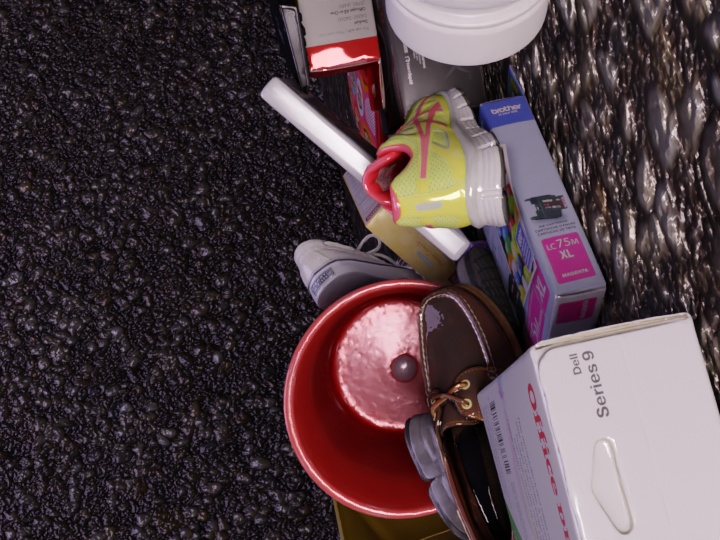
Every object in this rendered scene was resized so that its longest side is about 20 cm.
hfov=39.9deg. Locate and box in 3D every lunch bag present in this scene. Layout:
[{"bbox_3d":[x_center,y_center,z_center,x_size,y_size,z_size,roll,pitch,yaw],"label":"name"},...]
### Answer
[{"bbox_3d":[0.030,-0.241,1.158,0.201,0.081,0.178,-108,11,-49],"label":"lunch bag"}]

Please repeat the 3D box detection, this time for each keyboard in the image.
[{"bbox_3d":[-0.069,-0.234,0.872,0.200,0.020,0.128,-116,10,-66],"label":"keyboard"}]

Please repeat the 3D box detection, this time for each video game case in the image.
[{"bbox_3d":[0.006,-0.093,0.845,0.200,0.023,0.182,40,-172,-6],"label":"video game case"}]

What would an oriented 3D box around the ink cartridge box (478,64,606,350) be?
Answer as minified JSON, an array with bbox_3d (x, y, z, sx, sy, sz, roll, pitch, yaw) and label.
[{"bbox_3d":[0.117,-0.033,0.705,0.120,0.041,0.202,84,175,-55],"label":"ink cartridge box"}]

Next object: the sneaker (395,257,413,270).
[{"bbox_3d":[0.056,0.048,1.228,0.116,0.075,0.200,-59,2,0],"label":"sneaker"}]

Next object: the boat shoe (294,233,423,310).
[{"bbox_3d":[-0.004,0.003,1.018,0.201,0.075,0.086,12,-145,-55],"label":"boat shoe"}]

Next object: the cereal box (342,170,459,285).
[{"bbox_3d":[0.053,-0.047,1.098,0.144,0.040,0.200,40,-170,-20],"label":"cereal box"}]

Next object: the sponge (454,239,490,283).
[{"bbox_3d":[0.128,0.073,0.951,0.112,0.029,0.202,121,138,-84],"label":"sponge"}]

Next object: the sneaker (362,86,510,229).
[{"bbox_3d":[0.042,-0.080,0.712,0.200,0.089,0.079,-108,7,-72],"label":"sneaker"}]

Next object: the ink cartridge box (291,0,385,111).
[{"bbox_3d":[-0.027,-0.240,0.895,0.116,0.066,0.203,-121,22,-81],"label":"ink cartridge box"}]

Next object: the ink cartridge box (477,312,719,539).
[{"bbox_3d":[0.132,0.117,0.550,0.200,0.086,0.147,86,171,-77],"label":"ink cartridge box"}]

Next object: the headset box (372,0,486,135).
[{"bbox_3d":[0.052,-0.205,0.879,0.200,0.074,0.151,-137,36,-84],"label":"headset box"}]

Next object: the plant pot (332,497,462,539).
[{"bbox_3d":[0.093,0.339,1.230,0.201,0.198,0.177,-106,-6,-48],"label":"plant pot"}]

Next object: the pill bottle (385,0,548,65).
[{"bbox_3d":[0.056,-0.206,0.494,0.201,0.112,0.115,85,173,-59],"label":"pill bottle"}]

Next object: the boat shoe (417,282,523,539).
[{"bbox_3d":[0.083,0.103,0.685,0.070,0.070,0.202,-2,-113,-48],"label":"boat shoe"}]

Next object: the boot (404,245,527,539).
[{"bbox_3d":[0.082,0.093,0.763,0.069,0.131,0.202,14,-128,-47],"label":"boot"}]

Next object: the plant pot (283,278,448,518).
[{"bbox_3d":[0.037,0.099,0.891,0.177,0.198,0.203,-70,-32,-86],"label":"plant pot"}]
